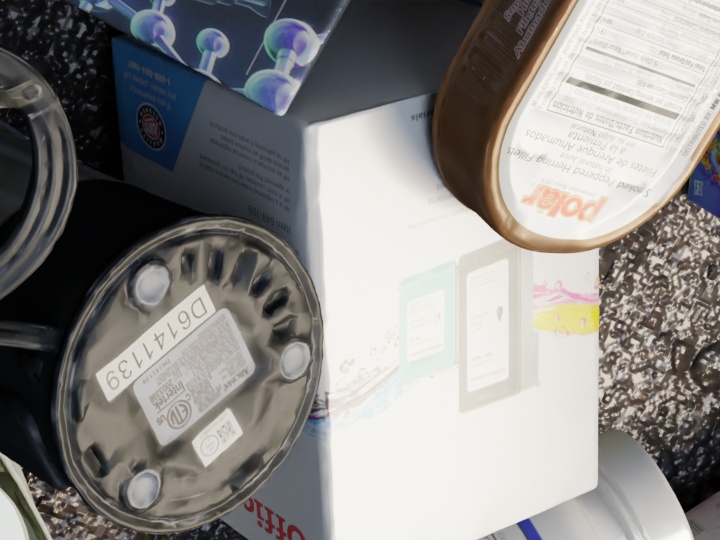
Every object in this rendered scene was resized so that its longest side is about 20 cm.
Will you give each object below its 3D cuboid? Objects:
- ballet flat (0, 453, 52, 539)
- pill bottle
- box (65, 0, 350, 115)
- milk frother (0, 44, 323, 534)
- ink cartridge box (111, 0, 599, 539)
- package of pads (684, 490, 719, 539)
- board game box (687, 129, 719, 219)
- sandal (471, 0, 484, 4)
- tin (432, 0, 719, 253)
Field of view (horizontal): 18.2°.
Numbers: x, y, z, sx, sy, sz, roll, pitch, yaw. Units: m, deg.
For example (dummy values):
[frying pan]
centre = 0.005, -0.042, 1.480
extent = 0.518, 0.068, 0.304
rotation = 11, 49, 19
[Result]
[ballet flat]
centre = -0.152, 0.139, 0.973
extent = 0.069, 0.069, 0.201
rotation = -26, 119, -13
[pill bottle]
centre = 0.053, 0.155, 1.049
extent = 0.199, 0.112, 0.113
rotation = -26, 119, -14
[box]
centre = -0.072, -0.177, 0.792
extent = 0.199, 0.107, 0.149
rotation = 27, 123, -5
[milk frother]
centre = -0.142, -0.013, 0.821
extent = 0.180, 0.188, 0.201
rotation = -24, 119, -34
[ink cartridge box]
centre = 0.000, 0.000, 0.928
extent = 0.146, 0.146, 0.201
rotation = -18, 118, -32
[package of pads]
centre = 0.234, 0.147, 1.146
extent = 0.199, 0.076, 0.121
rotation = -33, 128, -10
[board game box]
centre = 0.261, -0.096, 1.084
extent = 0.199, 0.045, 0.135
rotation = -4, 112, -24
[sandal]
centre = 0.089, -0.156, 0.909
extent = 0.081, 0.200, 0.055
rotation = -21, 85, -18
[tin]
centre = 0.102, -0.096, 0.818
extent = 0.112, 0.042, 0.201
rotation = 15, 112, -36
